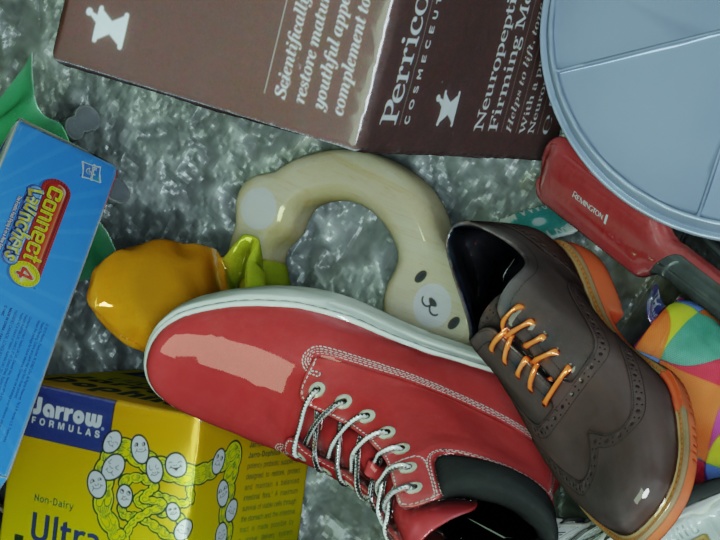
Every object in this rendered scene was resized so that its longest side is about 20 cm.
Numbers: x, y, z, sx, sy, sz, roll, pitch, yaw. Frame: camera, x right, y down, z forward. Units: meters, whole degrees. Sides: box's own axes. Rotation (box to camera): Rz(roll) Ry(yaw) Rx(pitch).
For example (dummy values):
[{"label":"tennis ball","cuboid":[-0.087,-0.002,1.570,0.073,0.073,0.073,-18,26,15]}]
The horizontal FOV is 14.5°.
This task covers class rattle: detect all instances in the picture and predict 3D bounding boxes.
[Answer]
[{"label":"rattle","cuboid":[0.000,0.000,1.318,0.200,0.143,0.130,10,77,34]}]

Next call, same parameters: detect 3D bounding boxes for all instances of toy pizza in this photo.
[{"label":"toy pizza","cuboid":[0.179,-0.105,1.251,0.200,0.032,0.200,-4,73,12]}]

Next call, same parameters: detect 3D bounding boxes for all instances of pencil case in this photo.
[{"label":"pencil case","cuboid":[0.205,0.075,1.236,0.200,0.088,0.088,24,102,26]}]

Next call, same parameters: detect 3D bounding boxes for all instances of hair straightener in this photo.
[{"label":"hair straightener","cuboid":[0.165,-0.008,1.254,0.200,0.077,0.041,35,120,47]}]

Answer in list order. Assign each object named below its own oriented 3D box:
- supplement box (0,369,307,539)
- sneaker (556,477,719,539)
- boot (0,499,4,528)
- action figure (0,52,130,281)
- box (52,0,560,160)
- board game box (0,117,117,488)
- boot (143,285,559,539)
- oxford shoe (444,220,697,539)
[{"label":"supplement box","cuboid":[-0.106,0.157,1.390,0.109,0.110,0.200,9,95,28]},{"label":"sneaker","cuboid":[0.104,0.131,1.238,0.200,0.076,0.088,-35,36,24]},{"label":"boot","cuboid":[-0.240,0.215,1.447,0.077,0.138,0.200,19,98,28]},{"label":"action figure","cuboid":[-0.209,-0.020,1.476,0.200,0.055,0.118,-26,80,33]},{"label":"box","cuboid":[-0.004,-0.148,1.279,0.164,0.200,0.166,19,100,27]},{"label":"board game box","cuboid":[-0.199,0.063,1.352,0.056,0.200,0.196,25,138,-11]},{"label":"boot","cuboid":[-0.007,0.075,1.246,0.200,0.144,0.072,13,116,3]},{"label":"oxford shoe","cuboid":[0.083,0.047,1.212,0.071,0.073,0.200,-54,31,18]}]
